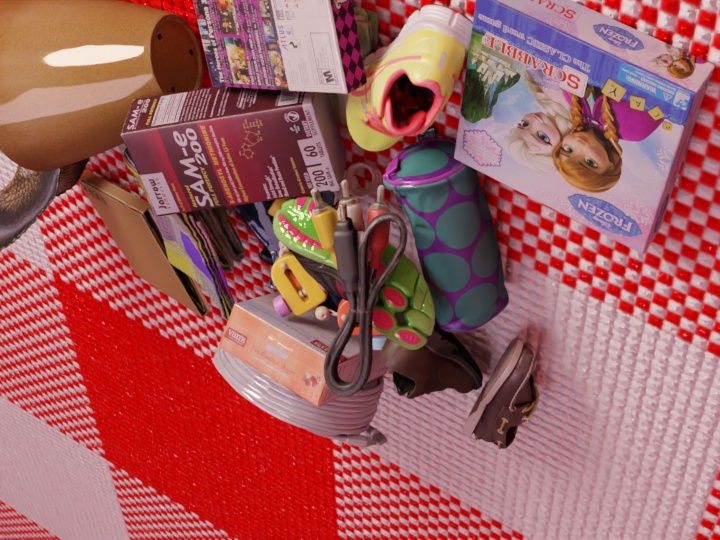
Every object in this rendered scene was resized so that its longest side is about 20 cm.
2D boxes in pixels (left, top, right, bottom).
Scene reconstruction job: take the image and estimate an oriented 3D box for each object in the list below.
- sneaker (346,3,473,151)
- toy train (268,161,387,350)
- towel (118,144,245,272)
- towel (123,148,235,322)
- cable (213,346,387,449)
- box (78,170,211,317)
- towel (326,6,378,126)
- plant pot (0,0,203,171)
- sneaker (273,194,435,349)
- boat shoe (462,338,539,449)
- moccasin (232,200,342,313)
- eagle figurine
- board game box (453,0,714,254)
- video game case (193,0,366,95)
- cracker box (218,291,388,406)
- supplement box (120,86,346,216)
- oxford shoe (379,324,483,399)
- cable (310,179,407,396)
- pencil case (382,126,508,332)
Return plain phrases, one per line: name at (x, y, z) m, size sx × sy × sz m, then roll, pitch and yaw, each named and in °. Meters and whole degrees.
sneaker at (0.032, -0.152, 1.234) m, size 0.077 × 0.091 × 0.200 m, roll 21°, pitch 151°, yaw -11°
toy train at (-0.023, -0.017, 1.452) m, size 0.148 × 0.056 × 0.203 m, roll -5°, pitch 105°, yaw 5°
towel at (-0.214, -0.099, 1.558) m, size 0.200 × 0.048 × 0.173 m, roll 36°, pitch 154°, yaw 49°
towel at (-0.198, -0.038, 1.515) m, size 0.143 × 0.023 × 0.201 m, roll 43°, pitch 161°, yaw 33°
cable at (-0.069, 0.118, 1.599) m, size 0.198 × 0.070 × 0.200 m, roll 16°, pitch -162°, yaw -32°
box at (-0.270, -0.035, 1.714) m, size 0.199 × 0.021 × 0.165 m, roll 26°, pitch 149°, yaw 52°
towel at (-0.066, -0.218, 1.336) m, size 0.198 × 0.023 × 0.154 m, roll 23°, pitch 145°, yaw 23°
plant pot at (-0.270, -0.206, 1.436) m, size 0.197 × 0.187 × 0.188 m, roll -3°, pitch 130°, yaw 30°
sneaker at (0.000, 0.000, 1.367) m, size 0.200 × 0.077 × 0.084 m, roll 44°, pitch 175°, yaw 16°
boat shoe at (0.162, 0.137, 1.487) m, size 0.059 × 0.072 × 0.201 m, roll 28°, pitch 150°, yaw 6°
moccasin at (-0.084, -0.035, 1.520) m, size 0.068 × 0.081 × 0.202 m, roll -29°, pitch 99°, yaw 19°
eagle figurine at (-0.391, -0.125, 1.656) m, size 0.151 × 0.150 × 0.202 m, roll 42°, pitch 128°, yaw 43°
board game box at (0.180, -0.131, 1.167) m, size 0.198 × 0.041 × 0.201 m, roll 28°, pitch 146°, yaw 19°
video game case at (-0.086, -0.262, 1.236) m, size 0.180 × 0.036 × 0.203 m, roll 9°, pitch 119°, yaw 41°
cracker box at (-0.051, 0.078, 1.524) m, size 0.133 × 0.200 × 0.058 m, roll 29°, pitch 106°, yaw 18°
supplement box at (-0.123, -0.124, 1.355) m, size 0.197 × 0.061 × 0.110 m, roll -7°, pitch 131°, yaw 15°
oxford shoe at (0.071, 0.099, 1.473) m, size 0.073 × 0.084 × 0.200 m, roll 49°, pitch -174°, yaw 32°
cable at (0.005, 0.017, 1.304) m, size 0.096 × 0.050 × 0.203 m, roll -1°, pitch 104°, yaw 14°
pencil case at (0.084, -0.034, 1.343) m, size 0.091 × 0.086 × 0.202 m, roll 1°, pitch 133°, yaw 25°
